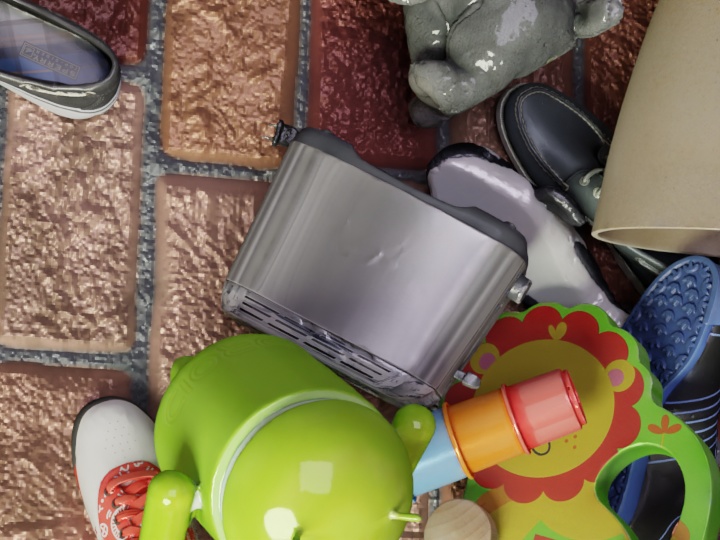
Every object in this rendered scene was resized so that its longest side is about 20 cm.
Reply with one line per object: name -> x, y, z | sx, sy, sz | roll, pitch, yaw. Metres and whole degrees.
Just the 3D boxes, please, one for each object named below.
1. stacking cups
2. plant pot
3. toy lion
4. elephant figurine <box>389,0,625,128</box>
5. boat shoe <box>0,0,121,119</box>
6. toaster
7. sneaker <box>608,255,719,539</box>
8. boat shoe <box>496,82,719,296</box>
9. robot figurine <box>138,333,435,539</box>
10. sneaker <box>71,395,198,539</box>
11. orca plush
stacking cups -> 0.041, 0.110, 1.182 | 0.199, 0.061, 0.061 | -23, 86, 5
plant pot -> 0.246, -0.114, 1.176 | 0.187, 0.187, 0.201 | 7, 86, -15
toy lion -> 0.137, 0.118, 1.199 | 0.199, 0.069, 0.192 | 14, 77, 30
elephant figurine -> 0.043, -0.205, 1.235 | 0.155, 0.141, 0.200 | -30, 94, -11
boat shoe -> -0.242, -0.152, 1.185 | 0.199, 0.066, 0.070 | 25, 74, -10
toaster -> 0.000, 0.000, 1.188 | 0.199, 0.114, 0.129 | 28, 84, 8
sneaker -> 0.205, 0.090, 1.249 | 0.078, 0.070, 0.201 | 17, 99, -38
boat shoe -> 0.175, -0.056, 1.289 | 0.073, 0.062, 0.200 | -43, 93, -19
robot figurine -> -0.045, 0.108, 1.084 | 0.175, 0.200, 0.116 | -12, 113, -24
sneaker -> -0.120, 0.168, 1.139 | 0.067, 0.108, 0.202 | -13, 83, -18
orca plush -> 0.130, -0.025, 1.268 | 0.200, 0.105, 0.071 | 30, 42, -6
